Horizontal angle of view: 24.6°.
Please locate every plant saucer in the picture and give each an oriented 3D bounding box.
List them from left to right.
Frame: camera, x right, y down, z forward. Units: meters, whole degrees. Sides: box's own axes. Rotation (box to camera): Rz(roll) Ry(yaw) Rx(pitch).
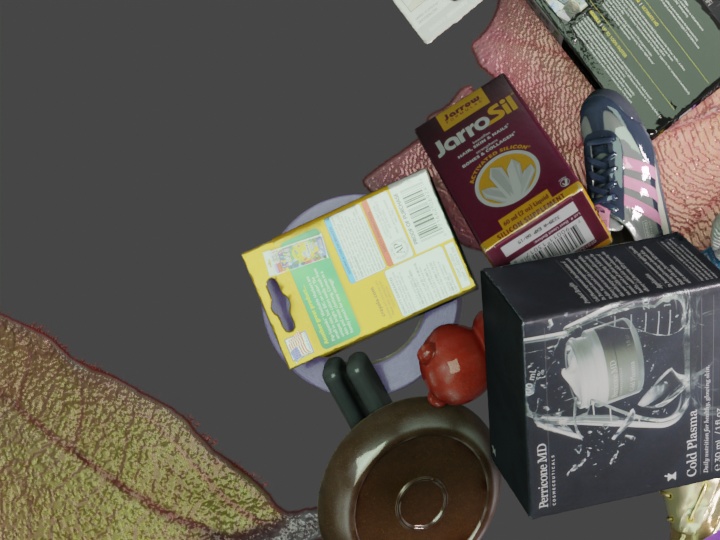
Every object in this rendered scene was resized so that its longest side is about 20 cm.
[{"bbox_3d":[0.055,0.222,1.612,0.198,0.032,0.202,-7,108,-21],"label":"plant saucer"}]

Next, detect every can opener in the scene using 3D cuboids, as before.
[{"bbox_3d":[0.021,0.169,1.621,0.052,0.067,0.201,-13,120,21],"label":"can opener"}]

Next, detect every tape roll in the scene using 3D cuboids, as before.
[{"bbox_3d":[0.002,0.026,1.663,0.198,0.066,0.202,0,88,8],"label":"tape roll"}]

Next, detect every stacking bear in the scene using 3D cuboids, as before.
[{"bbox_3d":[0.150,0.068,1.585,0.198,0.114,0.122,-20,130,-5],"label":"stacking bear"}]

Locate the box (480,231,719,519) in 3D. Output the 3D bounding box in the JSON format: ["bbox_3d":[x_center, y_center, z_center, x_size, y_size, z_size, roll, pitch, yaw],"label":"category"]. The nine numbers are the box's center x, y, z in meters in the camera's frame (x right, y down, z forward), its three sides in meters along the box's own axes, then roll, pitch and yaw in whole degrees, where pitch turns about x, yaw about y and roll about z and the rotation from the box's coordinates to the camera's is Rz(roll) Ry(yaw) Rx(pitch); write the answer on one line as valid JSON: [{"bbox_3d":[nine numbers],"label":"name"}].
[{"bbox_3d":[0.220,0.092,1.483,0.194,0.124,0.202,-10,115,-10],"label":"box"}]

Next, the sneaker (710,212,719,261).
[{"bbox_3d":[0.408,-0.056,1.573,0.198,0.079,0.131,24,75,-36],"label":"sneaker"}]

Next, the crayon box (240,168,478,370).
[{"bbox_3d":[0.000,0.000,1.607,0.198,0.052,0.127,-24,85,5],"label":"crayon box"}]

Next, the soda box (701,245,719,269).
[{"bbox_3d":[0.359,0.083,1.578,0.068,0.064,0.202,-32,62,27],"label":"soda box"}]

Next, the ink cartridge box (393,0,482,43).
[{"bbox_3d":[0.069,-0.354,1.681,0.160,0.050,0.201,-38,88,4],"label":"ink cartridge box"}]

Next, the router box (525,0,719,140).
[{"bbox_3d":[0.278,-0.247,1.645,0.149,0.051,0.201,-37,84,3],"label":"router box"}]

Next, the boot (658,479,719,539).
[{"bbox_3d":[0.292,0.204,1.614,0.155,0.073,0.201,30,87,4],"label":"boot"}]

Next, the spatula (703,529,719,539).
[{"bbox_3d":[0.380,0.229,1.584,0.020,0.057,0.200,23,50,40],"label":"spatula"}]

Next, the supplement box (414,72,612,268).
[{"bbox_3d":[0.144,-0.083,1.586,0.110,0.086,0.201,-32,43,6],"label":"supplement box"}]

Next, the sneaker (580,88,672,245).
[{"bbox_3d":[0.248,-0.075,1.606,0.070,0.082,0.202,-14,97,46],"label":"sneaker"}]
